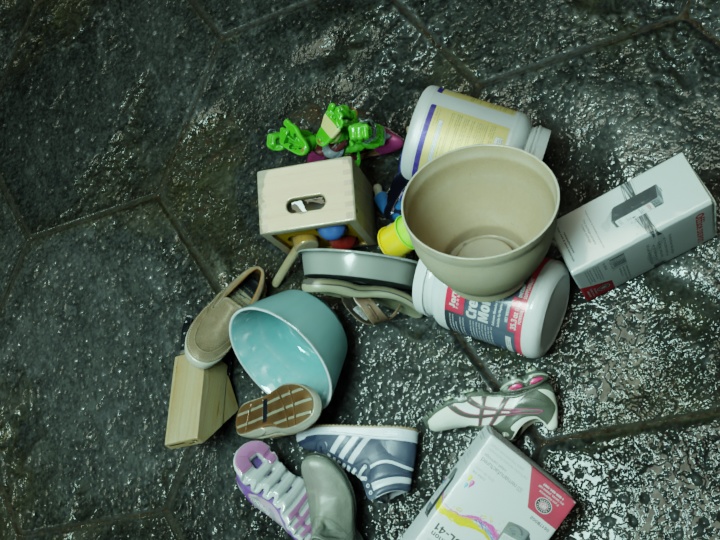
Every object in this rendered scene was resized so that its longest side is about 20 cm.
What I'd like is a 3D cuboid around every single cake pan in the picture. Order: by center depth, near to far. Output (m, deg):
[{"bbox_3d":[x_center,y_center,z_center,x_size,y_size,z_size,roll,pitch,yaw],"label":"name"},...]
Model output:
[{"bbox_3d":[0.000,0.000,1.240,0.197,0.200,0.038,4,84,25],"label":"cake pan"}]

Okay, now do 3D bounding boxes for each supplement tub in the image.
[{"bbox_3d":[0.188,0.031,1.174,0.197,0.140,0.143,18,82,28],"label":"supplement tub"},{"bbox_3d":[0.172,-0.179,1.222,0.197,0.145,0.148,20,83,9],"label":"supplement tub"}]

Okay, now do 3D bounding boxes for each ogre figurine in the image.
[{"bbox_3d":[-0.043,-0.208,1.279,0.198,0.119,0.100,-24,79,35],"label":"ogre figurine"}]

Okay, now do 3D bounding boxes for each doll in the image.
[{"bbox_3d":[0.077,-0.131,1.326,0.134,0.048,0.204,10,76,30],"label":"doll"}]

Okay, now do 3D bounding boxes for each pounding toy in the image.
[{"bbox_3d":[-0.082,-0.072,1.317,0.196,0.184,0.145,-8,76,12],"label":"pounding toy"}]

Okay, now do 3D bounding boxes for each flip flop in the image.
[{"bbox_3d":[0.003,0.052,1.247,0.081,0.196,0.059,163,117,-66],"label":"flip flop"}]

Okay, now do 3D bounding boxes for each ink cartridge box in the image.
[{"bbox_3d":[0.170,0.336,1.099,0.147,0.086,0.201,36,90,4],"label":"ink cartridge box"},{"bbox_3d":[0.372,-0.054,1.112,0.198,0.144,0.085,-28,65,14],"label":"ink cartridge box"}]

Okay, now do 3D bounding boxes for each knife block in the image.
[{"bbox_3d":[-0.269,0.170,1.332,0.063,0.200,0.179,-15,98,20],"label":"knife block"}]

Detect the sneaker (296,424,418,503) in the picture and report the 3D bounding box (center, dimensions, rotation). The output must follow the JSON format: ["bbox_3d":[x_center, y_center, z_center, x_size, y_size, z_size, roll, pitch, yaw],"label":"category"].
[{"bbox_3d":[-0.010,0.291,1.230,0.196,0.070,0.111,-4,72,21],"label":"sneaker"}]

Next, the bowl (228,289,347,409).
[{"bbox_3d":[-0.097,0.111,1.274,0.198,0.204,0.105,21,45,28],"label":"bowl"}]

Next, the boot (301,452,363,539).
[{"bbox_3d":[-0.055,0.372,1.155,0.067,0.130,0.204,-17,93,28],"label":"boot"}]

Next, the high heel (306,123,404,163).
[{"bbox_3d":[-0.011,-0.189,1.360,0.198,0.067,0.097,8,68,51],"label":"high heel"}]

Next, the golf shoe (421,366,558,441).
[{"bbox_3d":[0.183,0.206,1.164,0.197,0.077,0.090,-21,74,19],"label":"golf shoe"}]

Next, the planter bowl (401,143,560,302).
[{"bbox_3d":[0.160,-0.047,1.062,0.196,0.136,0.203,-8,49,9],"label":"planter bowl"}]

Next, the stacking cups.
[{"bbox_3d":[0.111,-0.085,1.201,0.199,0.060,0.062,-35,60,38],"label":"stacking cups"}]

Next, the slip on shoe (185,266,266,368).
[{"bbox_3d":[-0.215,0.071,1.330,0.076,0.061,0.200,37,50,4],"label":"slip on shoe"}]

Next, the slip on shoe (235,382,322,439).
[{"bbox_3d":[-0.116,0.225,1.264,0.198,0.060,0.077,-26,53,42],"label":"slip on shoe"}]

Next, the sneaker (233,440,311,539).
[{"bbox_3d":[-0.122,0.356,1.264,0.200,0.089,0.080,42,50,11],"label":"sneaker"}]
